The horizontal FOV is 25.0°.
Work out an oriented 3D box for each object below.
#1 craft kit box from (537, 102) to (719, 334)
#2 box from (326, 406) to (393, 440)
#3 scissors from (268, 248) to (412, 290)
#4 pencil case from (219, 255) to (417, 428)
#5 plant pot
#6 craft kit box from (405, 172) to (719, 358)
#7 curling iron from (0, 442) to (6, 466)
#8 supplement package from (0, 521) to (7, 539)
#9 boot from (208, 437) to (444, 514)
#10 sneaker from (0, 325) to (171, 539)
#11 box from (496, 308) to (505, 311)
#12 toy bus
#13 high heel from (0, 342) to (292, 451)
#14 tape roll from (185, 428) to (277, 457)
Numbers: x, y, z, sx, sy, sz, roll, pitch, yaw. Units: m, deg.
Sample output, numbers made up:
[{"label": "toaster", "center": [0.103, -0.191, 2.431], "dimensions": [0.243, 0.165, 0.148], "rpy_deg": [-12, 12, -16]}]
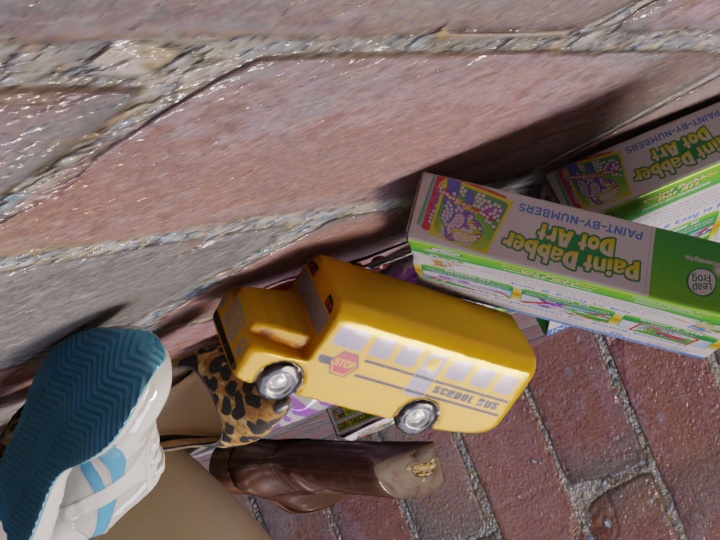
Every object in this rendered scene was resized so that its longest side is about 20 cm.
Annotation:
[{"label": "craft kit box", "center": [0.218, -0.043, 1.147], "dimensions": [0.199, 0.049, 0.198], "rpy_deg": [-22, 160, -9]}, {"label": "box", "center": [0.029, 0.107, 1.377], "dimensions": [0.109, 0.035, 0.200], "rpy_deg": [-23, 172, -1]}, {"label": "scissors", "center": [0.000, 0.000, 1.139], "dimensions": [0.199, 0.014, 0.073], "rpy_deg": [-20, 170, -26]}, {"label": "pencil case", "center": [-0.019, 0.053, 1.209], "dimensions": [0.199, 0.084, 0.086], "rpy_deg": [-26, 139, 12]}, {"label": "plant pot", "center": [-0.176, 0.201, 1.237], "dimensions": [0.187, 0.201, 0.187], "rpy_deg": [-34, -179, 0]}, {"label": "craft kit box", "center": [0.129, 0.002, 0.978], "dimensions": [0.198, 0.049, 0.198], "rpy_deg": [14, 175, 5]}, {"label": "curling iron", "center": [-0.242, 0.125, 1.026], "dimensions": [0.050, 0.025, 0.200], "rpy_deg": [-64, 158, -6]}, {"label": "supplement package", "center": [-0.296, 0.226, 1.107], "dimensions": [0.150, 0.201, 0.152], "rpy_deg": [-21, 173, -5]}, {"label": "boot", "center": [0.005, 0.166, 1.332], "dimensions": [0.199, 0.065, 0.186], "rpy_deg": [-9, 170, 38]}, {"label": "sneaker", "center": [-0.156, 0.097, 0.984], "dimensions": [0.080, 0.077, 0.200], "rpy_deg": [-6, 148, -38]}, {"label": "box", "center": [0.134, 0.011, 1.516], "dimensions": [0.144, 0.037, 0.200], "rpy_deg": [-19, 172, -26]}, {"label": "toy bus", "center": [0.009, 0.048, 1.031], "dimensions": [0.199, 0.065, 0.079], "rpy_deg": [18, 120, -31]}, {"label": "high heel", "center": [-0.143, 0.101, 1.056], "dimensions": [0.142, 0.072, 0.199], "rpy_deg": [-24, -165, -35]}, {"label": "tape roll", "center": [-0.067, 0.092, 1.369], "dimensions": [0.199, 0.067, 0.200], "rpy_deg": [-23, 172, -3]}]
